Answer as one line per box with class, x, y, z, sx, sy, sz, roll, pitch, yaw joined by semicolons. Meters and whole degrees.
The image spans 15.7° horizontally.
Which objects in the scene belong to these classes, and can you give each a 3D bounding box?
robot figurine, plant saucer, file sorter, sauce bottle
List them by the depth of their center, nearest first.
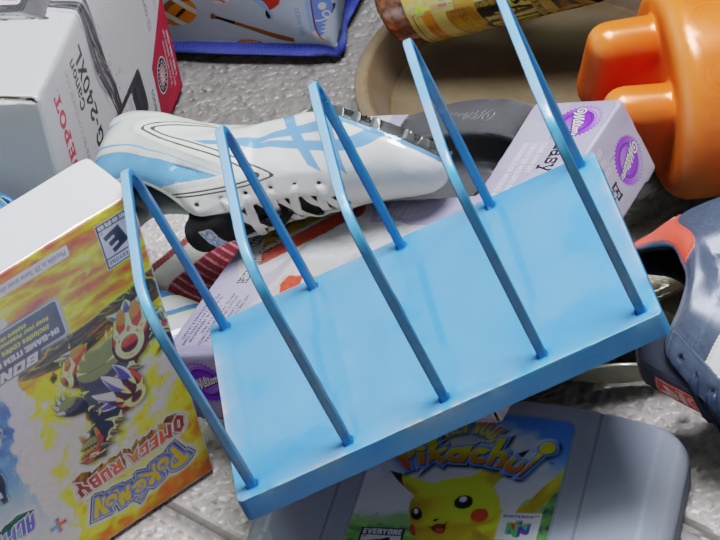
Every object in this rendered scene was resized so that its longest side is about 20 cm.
file sorter;0.009;-0.012;1.142;0.200;0.123;0.139;-24;33;6
robot figurine;0.215;-0.097;1.339;0.200;0.117;0.144;-8;26;-7
sauce bottle;0.104;-0.172;1.427;0.200;0.066;0.066;-11;36;30
plant saucer;0.097;-0.109;1.461;0.200;0.029;0.200;-8;40;6

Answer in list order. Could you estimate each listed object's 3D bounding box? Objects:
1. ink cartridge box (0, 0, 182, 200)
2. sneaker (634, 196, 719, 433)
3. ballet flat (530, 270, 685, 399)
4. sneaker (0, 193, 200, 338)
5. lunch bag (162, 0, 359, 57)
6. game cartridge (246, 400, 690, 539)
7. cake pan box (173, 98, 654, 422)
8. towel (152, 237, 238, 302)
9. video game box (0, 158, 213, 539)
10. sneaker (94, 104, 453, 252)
ink cartridge box;-0.171;-0.095;1.432;0.083;0.145;0.200;1;41;14
sneaker;0.175;0.057;1.192;0.084;0.075;0.200;-17;55;7
ballet flat;0.165;0.018;1.280;0.200;0.067;0.062;-17;64;4
sneaker;-0.163;0.013;1.333;0.200;0.105;0.076;2;42;19
lunch bag;-0.106;-0.222;1.543;0.200;0.170;0.124;0;38;17
game cartridge;0.047;0.115;1.208;0.200;0.041;0.133;1;38;17
cake pan box;0.027;-0.007;1.285;0.184;0.052;0.200;1;41;36
towel;0.000;0.000;1.368;0.144;0.023;0.200;-40;44;-25
video game box;-0.175;0.073;1.206;0.200;0.182;0.047;-34;46;-22
sneaker;-0.045;-0.043;1.297;0.200;0.072;0.073;0;74;29
